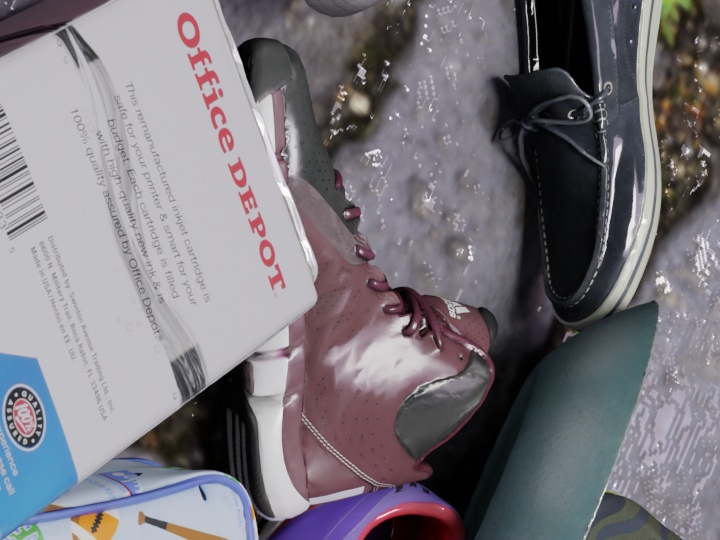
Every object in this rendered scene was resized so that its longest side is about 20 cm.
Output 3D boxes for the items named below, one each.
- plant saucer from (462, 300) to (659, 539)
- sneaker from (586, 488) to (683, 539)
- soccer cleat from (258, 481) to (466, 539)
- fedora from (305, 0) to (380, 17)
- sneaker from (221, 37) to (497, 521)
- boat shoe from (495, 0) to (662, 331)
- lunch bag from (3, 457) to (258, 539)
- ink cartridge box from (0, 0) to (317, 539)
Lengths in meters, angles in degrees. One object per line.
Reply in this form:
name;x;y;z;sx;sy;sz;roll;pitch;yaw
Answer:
plant saucer;0.071;0.098;1.113;0.039;0.201;0.201;23;77;-1
sneaker;0.161;0.161;1.228;0.200;0.081;0.074;33;73;-36
soccer cleat;-0.037;0.158;1.076;0.200;0.073;0.068;-46;119;-26
fedora;-0.014;-0.198;1.036;0.177;0.090;0.200;89;22;-48
sneaker;0.000;0.000;1.074;0.115;0.076;0.201;-5;106;-15
boat shoe;0.095;-0.073;1.166;0.062;0.075;0.201;4;89;-31
lunch bag;-0.100;0.174;0.977;0.160;0.075;0.201;-8;98;-45
ink cartridge box;-0.119;-0.010;0.939;0.200;0.084;0.145;-36;112;-49
